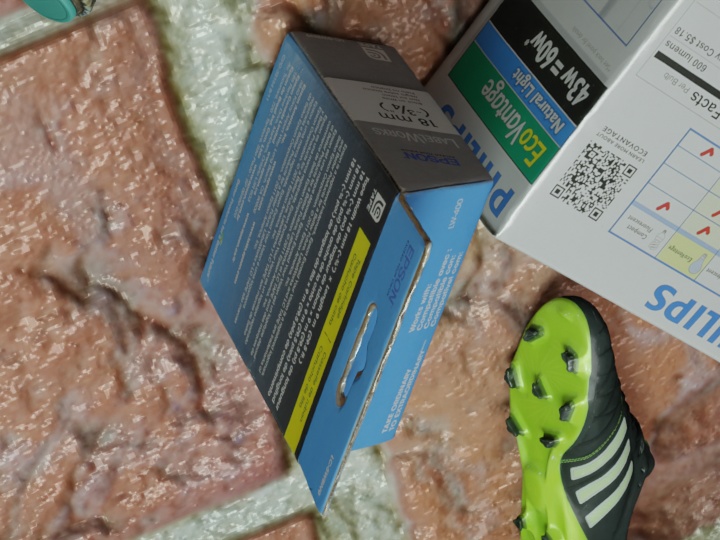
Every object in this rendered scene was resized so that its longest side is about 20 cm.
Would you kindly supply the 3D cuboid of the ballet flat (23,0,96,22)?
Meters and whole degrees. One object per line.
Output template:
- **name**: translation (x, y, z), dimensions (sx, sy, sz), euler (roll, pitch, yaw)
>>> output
- **ballet flat**: translation (-0.175, -0.189, 0.998), dimensions (0.072, 0.072, 0.200), euler (-42, 128, 8)

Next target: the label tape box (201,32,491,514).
- **label tape box**: translation (0.000, 0.000, 1.090), dimensions (0.063, 0.200, 0.145), euler (7, 119, -26)

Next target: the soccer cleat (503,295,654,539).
- **soccer cleat**: translation (0.126, 0.091, 1.307), dimensions (0.081, 0.067, 0.201), euler (-24, 131, -29)

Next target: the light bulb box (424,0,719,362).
- **light bulb box**: translation (0.168, -0.087, 1.161), dimensions (0.198, 0.125, 0.200), euler (27, 109, -35)
